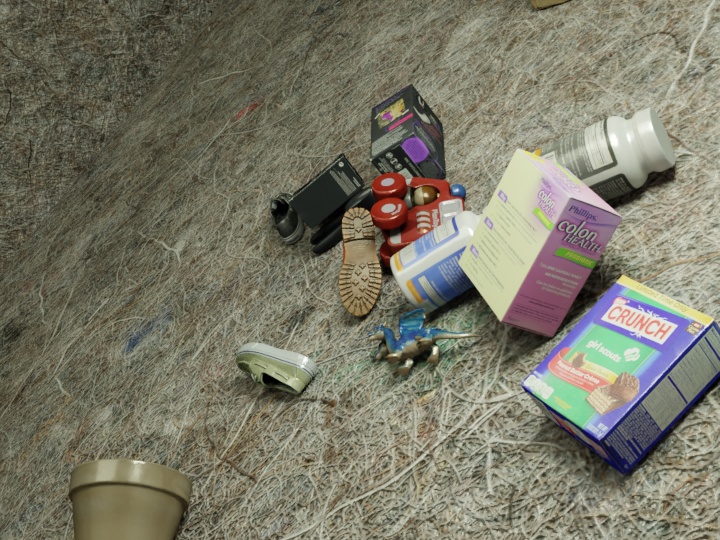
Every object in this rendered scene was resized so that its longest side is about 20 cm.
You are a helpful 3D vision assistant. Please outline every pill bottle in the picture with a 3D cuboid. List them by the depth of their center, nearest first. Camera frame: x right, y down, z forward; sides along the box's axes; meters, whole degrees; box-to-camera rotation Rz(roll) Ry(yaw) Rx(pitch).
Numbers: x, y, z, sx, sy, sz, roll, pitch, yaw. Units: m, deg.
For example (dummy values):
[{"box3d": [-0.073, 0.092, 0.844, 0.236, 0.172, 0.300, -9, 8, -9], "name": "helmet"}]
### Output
[{"box3d": [0.367, -0.165, 1.446, 0.199, 0.117, 0.117, -22, 35, 29], "name": "pill bottle"}, {"box3d": [0.156, -0.024, 1.514, 0.199, 0.112, 0.112, -31, 31, 16], "name": "pill bottle"}]

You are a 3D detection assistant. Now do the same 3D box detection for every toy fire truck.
[{"box3d": [0.109, -0.100, 1.696, 0.166, 0.113, 0.201, -8, 38, 8], "name": "toy fire truck"}]

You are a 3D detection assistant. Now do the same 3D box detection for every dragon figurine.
[{"box3d": [0.091, 0.101, 1.479, 0.199, 0.059, 0.100, -28, 33, 25], "name": "dragon figurine"}]

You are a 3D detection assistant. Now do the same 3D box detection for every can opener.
[{"box3d": [-0.026, -0.104, 1.886, 0.200, 0.078, 0.064, -36, 37, 28], "name": "can opener"}]

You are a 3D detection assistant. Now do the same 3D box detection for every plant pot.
[{"box3d": [-0.377, 0.417, 1.512, 0.199, 0.200, 0.175, -21, 51, 31], "name": "plant pot"}]

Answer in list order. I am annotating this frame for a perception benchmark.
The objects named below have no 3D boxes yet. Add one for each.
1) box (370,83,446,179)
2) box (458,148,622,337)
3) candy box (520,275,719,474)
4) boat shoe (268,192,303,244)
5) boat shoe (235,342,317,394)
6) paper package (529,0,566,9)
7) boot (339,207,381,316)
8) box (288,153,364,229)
[{"box3d": [0.094, -0.256, 1.879, 0.106, 0.122, 0.201, -29, 32, 23], "name": "box"}, {"box3d": [0.250, -0.041, 1.355, 0.201, 0.096, 0.176, -65, 25, 20], "name": "box"}, {"box3d": [0.325, 0.122, 1.160, 0.200, 0.077, 0.169, -44, 29, -6], "name": "candy box"}, {"box3d": [-0.172, -0.130, 2.084, 0.070, 0.066, 0.201, -34, 31, 13], "name": "boat shoe"}, {"box3d": [-0.162, 0.174, 1.670, 0.199, 0.072, 0.062, 1, 48, 47], "name": "boat shoe"}, {"box3d": [0.400, -0.701, 2.032, 0.103, 0.191, 0.201, -9, 41, 42], "name": "paper package"}, {"box3d": [0.000, 0.000, 1.715, 0.074, 0.107, 0.202, 1, 65, 0], "name": "boot"}, {"box3d": [-0.067, -0.164, 1.930, 0.141, 0.079, 0.200, -36, 8, 5], "name": "box"}]
